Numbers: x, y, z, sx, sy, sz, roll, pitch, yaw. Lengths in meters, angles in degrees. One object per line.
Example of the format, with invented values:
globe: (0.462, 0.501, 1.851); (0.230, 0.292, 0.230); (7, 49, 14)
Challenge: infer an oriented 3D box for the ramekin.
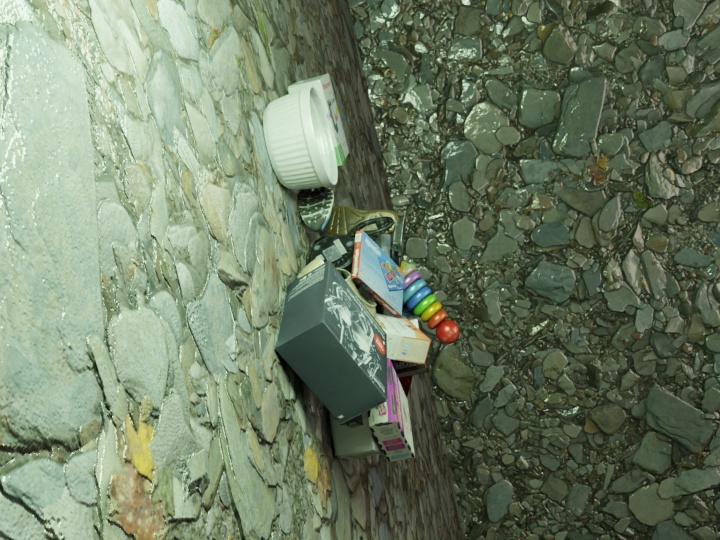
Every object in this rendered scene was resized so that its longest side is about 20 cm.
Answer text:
ramekin: (-0.121, -0.258, 1.452); (0.200, 0.103, 0.205); (-12, 90, -80)

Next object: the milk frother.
milk frother: (0.000, 0.000, 1.583); (0.182, 0.196, 0.190); (-98, 171, -49)

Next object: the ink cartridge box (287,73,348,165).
ink cartridge box: (-0.098, -0.351, 1.720); (0.146, 0.086, 0.204); (-73, 148, -70)

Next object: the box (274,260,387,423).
box: (-0.044, 0.124, 1.273); (0.201, 0.103, 0.183); (52, 22, -27)

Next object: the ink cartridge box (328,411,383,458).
ink cartridge box: (-0.012, 0.280, 1.496); (0.145, 0.086, 0.204); (53, 28, -70)

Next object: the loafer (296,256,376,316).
loafer: (-0.034, 0.036, 1.440); (0.198, 0.069, 0.075); (30, 2, -37)

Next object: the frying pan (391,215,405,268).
frying pan: (0.081, -0.041, 1.571); (0.191, 0.030, 0.117); (-74, 168, -54)

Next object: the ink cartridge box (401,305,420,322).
ink cartridge box: (0.048, 0.138, 1.744); (0.039, 0.197, 0.101); (39, 35, -49)

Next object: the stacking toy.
stacking toy: (0.151, 0.084, 1.666); (0.201, 0.085, 0.085); (50, 3, 14)

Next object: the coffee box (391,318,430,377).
coffee box: (0.049, 0.189, 1.633); (0.080, 0.196, 0.117); (48, 31, -71)

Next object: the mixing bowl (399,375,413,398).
mixing bowl: (0.059, 0.258, 1.782); (0.200, 0.106, 0.204); (-163, -90, -85)

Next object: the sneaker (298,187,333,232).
sneaker: (-0.088, -0.148, 1.606); (0.202, 0.077, 0.091); (-91, 169, -49)

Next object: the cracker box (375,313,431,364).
cracker box: (0.029, 0.130, 1.489); (0.134, 0.196, 0.059); (-140, -117, -65)

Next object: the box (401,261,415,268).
box: (0.046, 0.039, 1.805); (0.118, 0.196, 0.049); (-88, 162, -55)

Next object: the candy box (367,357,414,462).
candy box: (0.058, 0.285, 1.463); (0.201, 0.060, 0.139); (67, 14, -53)

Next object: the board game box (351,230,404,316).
board game box: (0.039, 0.010, 1.499); (0.200, 0.019, 0.105); (43, 47, -51)

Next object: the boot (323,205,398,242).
boot: (0.001, -0.098, 1.740); (0.155, 0.195, 0.074); (57, 36, -75)

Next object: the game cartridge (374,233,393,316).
game cartridge: (0.045, 0.032, 1.673); (0.130, 0.038, 0.204); (137, -45, -61)
